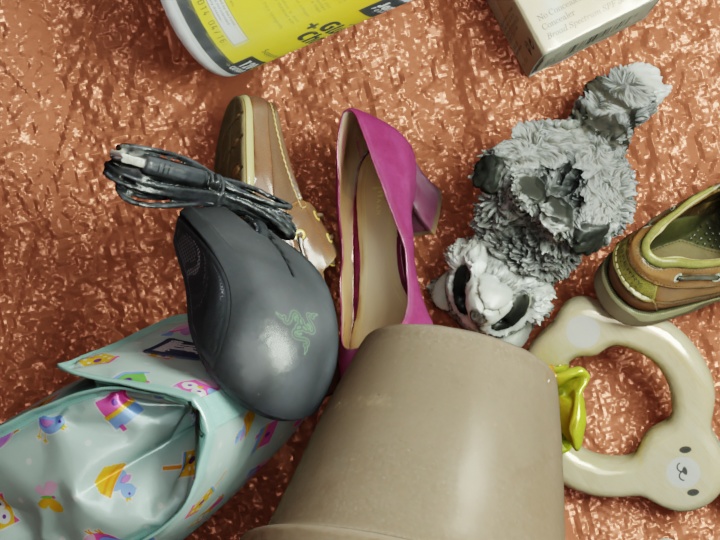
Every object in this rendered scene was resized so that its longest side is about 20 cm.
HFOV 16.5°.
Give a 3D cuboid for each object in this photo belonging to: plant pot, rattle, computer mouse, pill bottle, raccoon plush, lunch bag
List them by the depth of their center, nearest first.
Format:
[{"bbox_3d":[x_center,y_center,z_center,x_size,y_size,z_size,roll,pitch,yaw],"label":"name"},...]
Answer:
[{"bbox_3d":[0.036,0.128,1.382,0.200,0.200,0.175,13,72,-2],"label":"plant pot"},{"bbox_3d":[-0.064,0.000,1.420,0.138,0.200,0.053,18,124,-36],"label":"computer mouse"},{"bbox_3d":[-0.125,0.100,1.457,0.200,0.170,0.122,-33,85,28],"label":"lunch bag"},{"bbox_3d":[0.186,0.109,1.522,0.200,0.143,0.130,38,90,-1],"label":"rattle"},{"bbox_3d":[-0.021,-0.204,1.530,0.200,0.112,0.112,-21,85,19],"label":"pill bottle"},{"bbox_3d":[0.130,-0.032,1.585,0.097,0.134,0.200,45,50,17],"label":"raccoon plush"}]

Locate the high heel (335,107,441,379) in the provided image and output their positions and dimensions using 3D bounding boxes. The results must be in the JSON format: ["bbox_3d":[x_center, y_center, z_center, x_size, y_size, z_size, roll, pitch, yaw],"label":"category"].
[{"bbox_3d":[0.000,0.000,1.519,0.067,0.096,0.200,-18,47,29],"label":"high heel"}]

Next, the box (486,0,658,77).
[{"bbox_3d":[0.105,-0.236,1.590,0.095,0.078,0.200,-28,86,-6],"label":"box"}]

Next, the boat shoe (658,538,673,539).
[{"bbox_3d":[0.196,0.200,1.543,0.200,0.072,0.068,-26,107,-5],"label":"boat shoe"}]

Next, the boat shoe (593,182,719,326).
[{"bbox_3d":[0.240,-0.023,1.546,0.200,0.068,0.072,-26,72,-31],"label":"boat shoe"}]

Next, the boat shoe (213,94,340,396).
[{"bbox_3d":[-0.051,-0.012,1.564,0.068,0.072,0.200,-4,81,-20],"label":"boat shoe"}]
